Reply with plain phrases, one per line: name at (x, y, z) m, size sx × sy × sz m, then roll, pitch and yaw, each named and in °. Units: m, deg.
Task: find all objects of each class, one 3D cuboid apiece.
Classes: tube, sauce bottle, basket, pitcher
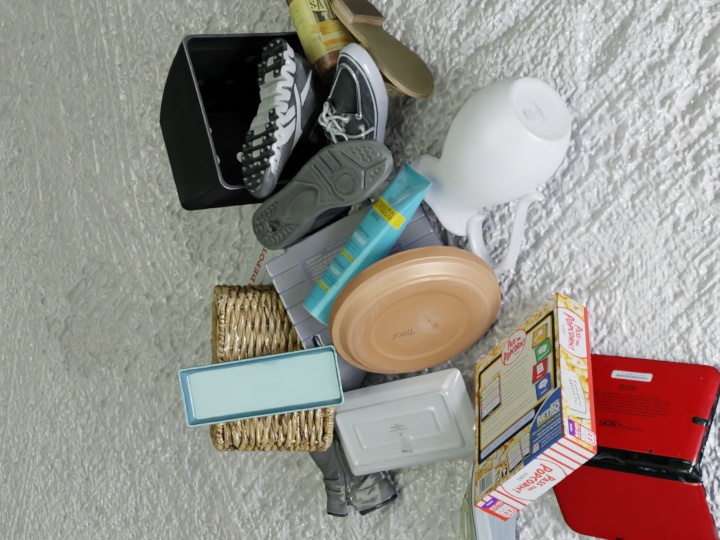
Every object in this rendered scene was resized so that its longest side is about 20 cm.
tube at (0.011, -0.028, 1.567) m, size 0.201 × 0.050 × 0.077 m, roll -55°, pitch 35°, yaw 7°
sauce bottle at (-0.061, -0.334, 1.746) m, size 0.066 × 0.066 × 0.201 m, roll -35°, pitch 71°, yaw 41°
basket at (-0.111, 0.119, 1.716) m, size 0.143 × 0.148 × 0.202 m, roll -162°, pitch 72°, yaw -80°
pitcher at (0.155, -0.103, 1.522) m, size 0.172 × 0.121 × 0.200 m, roll 59°, pitch 141°, yaw 10°

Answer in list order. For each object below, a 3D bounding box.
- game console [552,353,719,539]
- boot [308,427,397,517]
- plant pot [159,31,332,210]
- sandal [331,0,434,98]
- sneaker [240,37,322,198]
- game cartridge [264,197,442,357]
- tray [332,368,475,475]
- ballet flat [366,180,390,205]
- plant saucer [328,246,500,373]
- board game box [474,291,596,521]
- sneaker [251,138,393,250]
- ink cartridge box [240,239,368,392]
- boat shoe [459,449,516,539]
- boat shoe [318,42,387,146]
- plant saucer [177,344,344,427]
game console at (0.297, 0.192, 1.465) m, size 0.199 × 0.119 × 0.173 m, roll 3°, pitch 65°, yaw 44°
boot at (0.020, 0.227, 1.723) m, size 0.199 × 0.070 × 0.133 m, roll -25°, pitch 87°, yaw 42°
plant pot at (-0.153, -0.176, 1.774) m, size 0.177 × 0.198 × 0.202 m, roll -30°, pitch 73°, yaw 53°
sandal at (0.017, -0.249, 1.672) m, size 0.212 × 0.077 × 0.070 m, roll 58°, pitch 131°, yaw 36°
sneaker at (-0.086, -0.174, 1.665) m, size 0.066 × 0.090 × 0.202 m, roll -15°, pitch 60°, yaw 47°
game cartridge at (0.000, 0.000, 1.619) m, size 0.199 × 0.038 × 0.130 m, roll -27°, pitch 75°, yaw 6°
tray at (0.048, 0.185, 1.639) m, size 0.199 × 0.022 × 0.108 m, roll -16°, pitch 100°, yaw 35°
ballet flat at (0.059, -0.029, 1.663) m, size 0.072 × 0.071 × 0.202 m, roll -24°, pitch 79°, yaw 43°
plant saucer at (0.063, 0.053, 1.560) m, size 0.201 × 0.199 × 0.032 m, roll -52°, pitch 38°, yaw 34°
board game box at (0.183, 0.143, 1.480) m, size 0.152 × 0.046 × 0.201 m, roll -45°, pitch 27°, yaw 38°
sneaker at (-0.031, -0.100, 1.634) m, size 0.199 × 0.114 × 0.076 m, roll -36°, pitch 88°, yaw 31°
ink cartridge box at (-0.067, 0.057, 1.772) m, size 0.200 × 0.083 × 0.147 m, roll 43°, pitch 121°, yaw 35°
boat shoe at (0.141, 0.287, 1.592) m, size 0.062 × 0.072 × 0.202 m, roll 6°, pitch 100°, yaw 42°
boat shoe at (-0.016, -0.177, 1.650) m, size 0.074 × 0.068 × 0.200 m, roll 41°, pitch 150°, yaw 27°
plant saucer at (-0.115, 0.134, 1.613) m, size 0.198 × 0.019 × 0.071 m, roll -10°, pitch 90°, yaw 18°
